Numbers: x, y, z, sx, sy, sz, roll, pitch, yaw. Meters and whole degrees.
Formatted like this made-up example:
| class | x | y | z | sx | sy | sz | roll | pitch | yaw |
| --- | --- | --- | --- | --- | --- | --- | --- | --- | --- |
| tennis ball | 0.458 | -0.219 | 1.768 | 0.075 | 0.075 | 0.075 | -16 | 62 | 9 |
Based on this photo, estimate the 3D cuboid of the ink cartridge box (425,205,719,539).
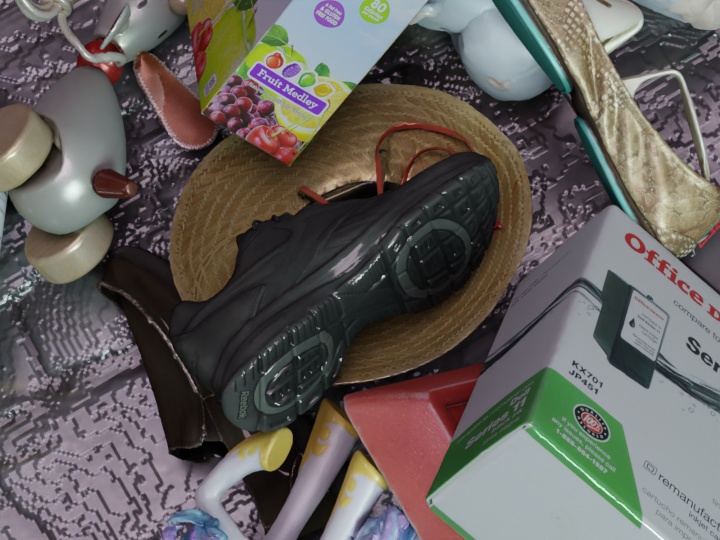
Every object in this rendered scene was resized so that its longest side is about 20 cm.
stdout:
| class | x | y | z | sx | sy | sz | roll | pitch | yaw |
| --- | --- | --- | --- | --- | --- | --- | --- | --- | --- |
| ink cartridge box | 0.132 | 0.082 | 1.467 | 0.147 | 0.083 | 0.200 | 40 | 36 | -11 |

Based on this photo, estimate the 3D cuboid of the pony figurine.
| class | x | y | z | sx | sy | sz | roll | pitch | yaw |
| --- | --- | --- | --- | --- | --- | --- | --- | --- | --- |
| pony figurine | -0.042 | 0.185 | 1.492 | 0.200 | 0.167 | 0.193 | -48 | 54 | 4 |

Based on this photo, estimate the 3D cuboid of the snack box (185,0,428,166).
| class | x | y | z | sx | sy | sz | roll | pitch | yaw |
| --- | --- | --- | --- | --- | --- | --- | --- | --- | --- |
| snack box | -0.011 | -0.183 | 1.571 | 0.068 | 0.169 | 0.200 | 31 | 114 | -26 |

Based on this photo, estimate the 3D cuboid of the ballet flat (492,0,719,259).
| class | x | y | z | sx | sy | sz | roll | pitch | yaw |
| --- | --- | --- | --- | --- | --- | --- | --- | --- | --- |
| ballet flat | 0.130 | -0.101 | 1.533 | 0.065 | 0.071 | 0.200 | -31 | 99 | -1 |

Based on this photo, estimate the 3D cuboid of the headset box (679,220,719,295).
| class | x | y | z | sx | sy | sz | roll | pitch | yaw |
| --- | --- | --- | --- | --- | --- | --- | --- | --- | --- |
| headset box | 0.286 | 0.010 | 1.573 | 0.200 | 0.075 | 0.149 | 41 | 82 | 15 |

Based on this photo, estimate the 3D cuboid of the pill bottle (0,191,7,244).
| class | x | y | z | sx | sy | sz | roll | pitch | yaw |
| --- | --- | --- | --- | --- | --- | --- | --- | --- | --- |
| pill bottle | -0.249 | -0.027 | 1.618 | 0.104 | 0.104 | 0.200 | 4 | 74 | 6 |

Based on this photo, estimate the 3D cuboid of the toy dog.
| class | x | y | z | sx | sy | sz | roll | pitch | yaw |
| --- | --- | --- | --- | --- | --- | --- | --- | --- | --- |
| toy dog | -0.135 | -0.092 | 1.608 | 0.096 | 0.132 | 0.200 | -1 | 69 | 37 |

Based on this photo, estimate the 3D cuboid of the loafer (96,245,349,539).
| class | x | y | z | sx | sy | sz | roll | pitch | yaw |
| --- | --- | --- | --- | --- | --- | --- | --- | --- | --- |
| loafer | -0.083 | 0.069 | 1.591 | 0.071 | 0.073 | 0.200 | -41 | 74 | -6 |

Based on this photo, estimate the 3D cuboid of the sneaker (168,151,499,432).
| class | x | y | z | sx | sy | sz | roll | pitch | yaw |
| --- | --- | --- | --- | --- | --- | --- | --- | --- | --- |
| sneaker | -0.014 | -0.006 | 1.507 | 0.200 | 0.076 | 0.091 | -36 | 50 | -22 |

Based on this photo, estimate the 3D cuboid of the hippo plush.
| class | x | y | z | sx | sy | sz | roll | pitch | yaw |
| --- | --- | --- | --- | --- | --- | --- | --- | --- | --- |
| hippo plush | 0.097 | -0.175 | 1.594 | 0.161 | 0.159 | 0.200 | -38 | 109 | 6 |

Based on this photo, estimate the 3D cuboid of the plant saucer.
| class | x | y | z | sx | sy | sz | roll | pitch | yaw |
| --- | --- | --- | --- | --- | --- | --- | --- | --- | --- |
| plant saucer | 0.109 | 0.125 | 1.505 | 0.037 | 0.199 | 0.200 | -43 | 70 | 34 |

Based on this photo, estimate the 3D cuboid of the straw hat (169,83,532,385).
| class | x | y | z | sx | sy | sz | roll | pitch | yaw |
| --- | --- | --- | --- | --- | --- | --- | --- | --- | --- |
| straw hat | 0.000 | 0.000 | 1.593 | 0.201 | 0.085 | 0.201 | -2 | 57 | 4 |
